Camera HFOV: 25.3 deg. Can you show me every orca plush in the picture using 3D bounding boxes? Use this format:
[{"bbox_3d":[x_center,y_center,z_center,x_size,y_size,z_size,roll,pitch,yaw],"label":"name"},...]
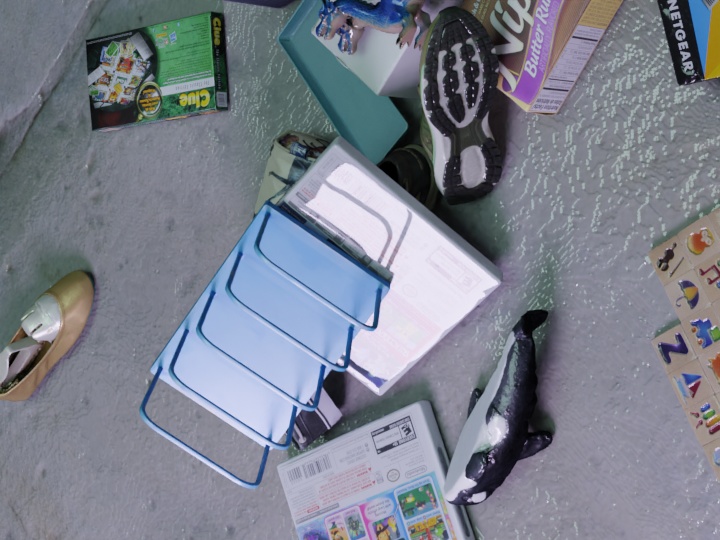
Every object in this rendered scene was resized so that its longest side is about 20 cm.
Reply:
[{"bbox_3d":[0.140,0.132,1.447,0.105,0.071,0.201,-113,40,-76],"label":"orca plush"}]

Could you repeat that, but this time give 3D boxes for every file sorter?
[{"bbox_3d":[-0.086,0.071,1.429,0.138,0.123,0.200,34,107,-9],"label":"file sorter"}]

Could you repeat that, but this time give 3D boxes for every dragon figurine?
[{"bbox_3d":[0.036,-0.260,1.395,0.099,0.059,0.201,43,118,23],"label":"dragon figurine"}]

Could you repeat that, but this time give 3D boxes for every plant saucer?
[{"bbox_3d":[-0.016,-0.184,1.561,0.070,0.019,0.201,-50,55,29],"label":"plant saucer"}]

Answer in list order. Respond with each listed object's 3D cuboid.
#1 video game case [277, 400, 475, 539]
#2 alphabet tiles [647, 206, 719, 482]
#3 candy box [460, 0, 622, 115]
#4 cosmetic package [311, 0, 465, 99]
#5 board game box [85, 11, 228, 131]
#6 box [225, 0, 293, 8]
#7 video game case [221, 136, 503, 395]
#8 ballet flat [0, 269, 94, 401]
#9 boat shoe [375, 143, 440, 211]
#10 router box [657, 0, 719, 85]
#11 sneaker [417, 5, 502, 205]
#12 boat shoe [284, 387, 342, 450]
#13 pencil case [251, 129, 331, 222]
[{"bbox_3d":[0.017,0.245,1.561,0.199,0.024,0.183,-27,75,36],"label":"video game case"},{"bbox_3d":[0.318,0.049,1.319,0.167,0.008,0.201,-35,70,35],"label":"alphabet tiles"},{"bbox_3d":[0.167,-0.251,1.398,0.117,0.056,0.201,43,116,29],"label":"candy box"},{"bbox_3d":[0.055,-0.268,1.470,0.108,0.085,0.201,47,120,26],"label":"cosmetic package"},{"bbox_3d":[-0.223,-0.213,1.738,0.199,0.023,0.106,-4,87,40],"label":"board game box"},{"bbox_3d":[-0.064,-0.379,1.550,0.199,0.104,0.184,-21,78,38],"label":"box"},{"bbox_3d":[0.000,0.000,1.477,0.200,0.023,0.182,39,121,-11],"label":"video game case"},{"bbox_3d":[-0.373,0.081,1.846,0.069,0.063,0.200,49,120,26],"label":"ballet flat"},{"bbox_3d":[0.009,-0.028,1.523,0.074,0.073,0.201,30,110,34],"label":"boat shoe"},{"bbox_3d":[0.300,-0.261,1.264,0.148,0.051,0.202,-10,100,38],"label":"router box"},{"bbox_3d":[0.073,-0.154,1.429,0.089,0.076,0.201,52,157,43],"label":"sneaker"},{"bbox_3d":[-0.097,0.096,1.545,0.068,0.200,0.073,-44,37,-10],"label":"boat shoe"},{"bbox_3d":[-0.069,-0.033,1.585,0.089,0.077,0.201,32,111,48],"label":"pencil case"}]
